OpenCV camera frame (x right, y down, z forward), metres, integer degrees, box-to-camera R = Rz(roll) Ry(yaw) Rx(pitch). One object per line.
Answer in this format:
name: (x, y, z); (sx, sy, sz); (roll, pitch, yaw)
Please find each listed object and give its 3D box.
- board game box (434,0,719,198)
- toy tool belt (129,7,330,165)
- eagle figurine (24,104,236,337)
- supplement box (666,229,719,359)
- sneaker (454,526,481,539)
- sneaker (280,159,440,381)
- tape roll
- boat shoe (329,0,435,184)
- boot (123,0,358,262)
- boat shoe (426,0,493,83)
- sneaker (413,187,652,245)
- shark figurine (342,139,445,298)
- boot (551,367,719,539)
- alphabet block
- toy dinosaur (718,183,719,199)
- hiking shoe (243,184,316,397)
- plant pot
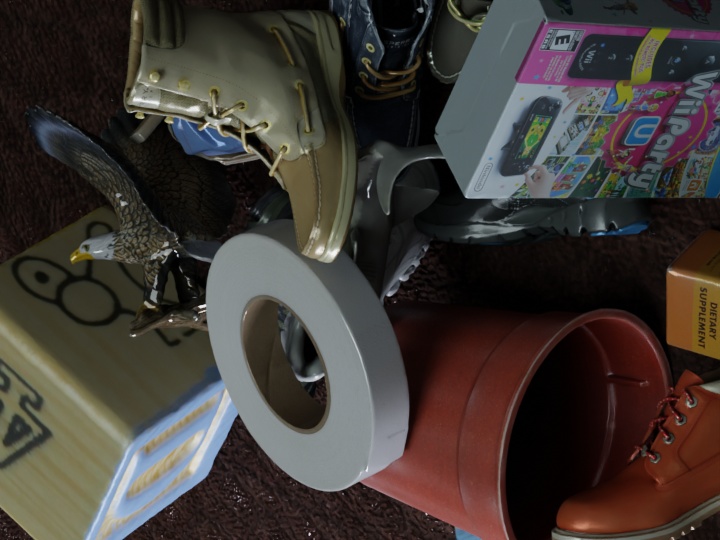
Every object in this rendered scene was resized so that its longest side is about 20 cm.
board game box: (0.166, -0.119, 1.297); (0.064, 0.199, 0.148); (66, 145, 37)
toy tool belt: (-0.080, -0.144, 1.535); (0.199, 0.123, 0.125); (-19, 101, 43)
eagle figurine: (-0.171, -0.049, 1.605); (0.152, 0.150, 0.201); (140, 116, -75)
supplement box: (0.306, 0.034, 1.361); (0.199, 0.069, 0.067); (15, 124, 30)
sneaker: (0.143, 0.193, 1.576); (0.199, 0.078, 0.090); (-7, 106, 41)
sneaker: (0.000, 0.000, 1.547); (0.075, 0.081, 0.201); (27, 104, 3)
tape roll: (-0.041, 0.063, 1.475); (0.202, 0.037, 0.204); (32, 133, 42)
boat shoe: (0.015, -0.148, 1.452); (0.091, 0.070, 0.201); (-136, 38, -66)
boot: (-0.084, -0.100, 1.394); (0.073, 0.155, 0.201); (129, 141, -54)
boat shoe: (0.090, -0.203, 1.407); (0.072, 0.060, 0.202); (42, 133, 13)
sneaker: (0.123, -0.060, 1.468); (0.199, 0.073, 0.082); (-6, 88, 39)
shark figurine: (0.023, -0.052, 1.448); (0.215, 0.089, 0.129); (111, 146, -53)
boot: (0.215, 0.128, 1.417); (0.075, 0.199, 0.108); (-165, 57, -71)
alphabet block: (-0.232, 0.100, 1.749); (0.200, 0.195, 0.197); (41, 131, 15)
toy dinosaur: (0.313, -0.061, 1.319); (0.200, 0.047, 0.088); (-33, 84, 41)
hiking shoe: (-0.043, 0.035, 1.639); (0.100, 0.076, 0.201); (20, 124, 34)
plant pot: (0.095, 0.110, 1.501); (0.195, 0.200, 0.202); (13, 122, 44)
